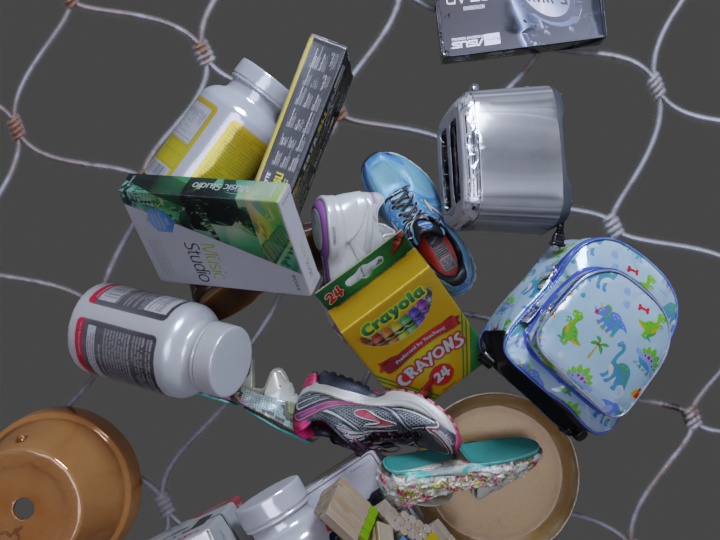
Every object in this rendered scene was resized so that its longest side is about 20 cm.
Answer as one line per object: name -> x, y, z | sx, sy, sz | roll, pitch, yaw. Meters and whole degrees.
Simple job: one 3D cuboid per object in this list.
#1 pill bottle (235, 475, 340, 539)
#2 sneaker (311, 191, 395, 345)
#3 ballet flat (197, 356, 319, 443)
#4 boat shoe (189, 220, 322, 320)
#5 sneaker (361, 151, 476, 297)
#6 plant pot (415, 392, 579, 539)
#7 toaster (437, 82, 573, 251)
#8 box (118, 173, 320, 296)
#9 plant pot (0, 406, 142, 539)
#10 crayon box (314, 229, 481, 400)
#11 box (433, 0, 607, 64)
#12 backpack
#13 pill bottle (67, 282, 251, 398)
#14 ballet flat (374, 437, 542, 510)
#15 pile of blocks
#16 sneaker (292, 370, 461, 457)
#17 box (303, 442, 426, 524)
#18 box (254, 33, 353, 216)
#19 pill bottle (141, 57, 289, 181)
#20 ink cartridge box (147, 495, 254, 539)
pill bottle -> -0.057, 0.337, 1.179 | 0.111, 0.111, 0.201 | -29, 89, 2
sneaker -> 0.000, 0.000, 1.232 | 0.099, 0.075, 0.201 | -15, 123, -18
ballet flat -> -0.133, 0.141, 1.267 | 0.199, 0.069, 0.071 | 21, 87, 7
boat shoe -> -0.115, -0.015, 1.267 | 0.199, 0.071, 0.070 | -25, 48, -4
sneaker -> 0.074, -0.061, 1.246 | 0.078, 0.090, 0.200 | -37, 87, 1
plant pot -> 0.162, 0.246, 1.268 | 0.199, 0.027, 0.201 | 0, 88, 2
toaster -> 0.163, -0.118, 1.214 | 0.128, 0.114, 0.201 | 0, 79, -13
box -> -0.155, -0.039, 1.167 | 0.199, 0.145, 0.036 | 4, 47, 21
plant pot -> -0.371, 0.266, 1.237 | 0.199, 0.140, 0.201 | 0, 88, 2
crayon box -> 0.052, 0.065, 1.210 | 0.127, 0.051, 0.200 | -37, 125, 2
box -> 0.186, -0.342, 1.270 | 0.199, 0.044, 0.161 | -6, 88, 2
backpack -> 0.263, 0.066, 1.196 | 0.183, 0.147, 0.200 | 41, 75, -11
pill bottle -> -0.229, 0.084, 1.215 | 0.199, 0.111, 0.111 | 11, 89, 28
ballet flat -> 0.113, 0.237, 1.220 | 0.199, 0.076, 0.064 | -6, 110, -9
pile of blocks -> 0.022, 0.301, 1.158 | 0.200, 0.082, 0.062 | 29, 128, -28
sneaker -> 0.019, 0.181, 1.212 | 0.199, 0.081, 0.075 | 11, 53, 18
box -> 0.022, 0.319, 1.256 | 0.116, 0.060, 0.200 | -35, 88, 2
box -> -0.067, -0.157, 1.221 | 0.049, 0.160, 0.201 | 21, 91, 4
pill bottle -> -0.166, -0.147, 1.249 | 0.112, 0.112, 0.200 | 37, 91, 3
ink cartridge box -> -0.199, 0.339, 1.196 | 0.144, 0.200, 0.084 | -27, 88, 2
